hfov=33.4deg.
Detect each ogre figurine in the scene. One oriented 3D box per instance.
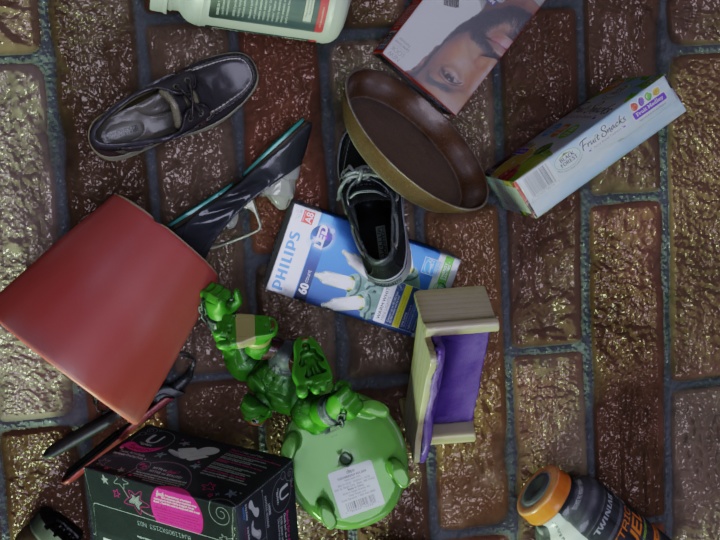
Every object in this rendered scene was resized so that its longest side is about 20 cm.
[{"bbox_3d":[-0.083,0.104,1.235,0.199,0.120,0.098,18,58,9],"label":"ogre figurine"}]

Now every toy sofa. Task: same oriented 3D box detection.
[{"bbox_3d":[0.097,0.119,1.316,0.082,0.098,0.201,-4,134,-9],"label":"toy sofa"}]

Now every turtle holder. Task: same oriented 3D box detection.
[{"bbox_3d":[-0.032,0.197,1.333,0.185,0.132,0.141,42,82,4],"label":"turtle holder"}]

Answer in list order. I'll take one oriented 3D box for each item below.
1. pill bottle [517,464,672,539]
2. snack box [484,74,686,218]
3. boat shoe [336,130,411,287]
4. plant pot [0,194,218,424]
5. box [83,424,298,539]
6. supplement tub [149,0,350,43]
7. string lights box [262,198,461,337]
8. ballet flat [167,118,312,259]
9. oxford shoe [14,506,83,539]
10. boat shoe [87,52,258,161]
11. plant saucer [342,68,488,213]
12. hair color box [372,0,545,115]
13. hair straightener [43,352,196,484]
[{"bbox_3d":[0.280,0.315,1.419,0.200,0.106,0.106,38,91,-13],"label":"pill bottle"},{"bbox_3d":[0.242,-0.139,1.322,0.199,0.142,0.053,-35,102,-2],"label":"snack box"},{"bbox_3d":[0.008,-0.082,1.280,0.073,0.068,0.200,-10,61,10],"label":"boat shoe"},{"bbox_3d":[-0.256,0.032,1.252,0.200,0.200,0.178,41,79,-13],"label":"plant pot"},{"bbox_3d":[-0.176,0.261,1.277,0.199,0.115,0.133,8,113,29],"label":"box"},{"bbox_3d":[-0.111,-0.316,1.236,0.199,0.140,0.141,6,98,-11],"label":"supplement tub"},{"bbox_3d":[0.000,0.000,1.346,0.199,0.059,0.103,18,96,-12],"label":"string lights box"},{"bbox_3d":[-0.118,-0.081,1.310,0.200,0.073,0.073,-38,103,5],"label":"ballet flat"},{"bbox_3d":[-0.312,0.363,1.350,0.200,0.073,0.084,44,93,-1],"label":"oxford shoe"},{"bbox_3d":[-0.199,-0.174,1.283,0.199,0.065,0.072,-24,100,-6],"label":"boat shoe"},{"bbox_3d":[0.053,-0.132,1.280,0.200,0.201,0.034,38,120,-13],"label":"plant saucer"},{"bbox_3d":[0.120,-0.284,1.320,0.111,0.064,0.200,37,93,-13],"label":"hair color box"},{"bbox_3d":[-0.271,0.149,1.334,0.200,0.041,0.077,-36,103,-3],"label":"hair straightener"}]
